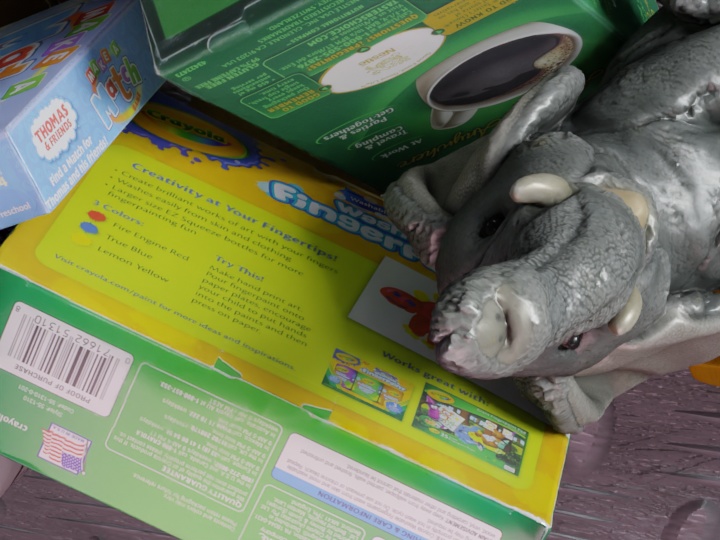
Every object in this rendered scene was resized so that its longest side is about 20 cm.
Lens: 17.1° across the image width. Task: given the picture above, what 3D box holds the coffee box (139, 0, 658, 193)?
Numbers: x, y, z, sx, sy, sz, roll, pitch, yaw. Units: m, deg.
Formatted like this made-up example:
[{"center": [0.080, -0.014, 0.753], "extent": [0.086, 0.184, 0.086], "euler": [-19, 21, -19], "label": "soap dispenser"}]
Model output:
[{"center": [0.023, -0.083, 0.835], "extent": [0.123, 0.044, 0.200], "euler": [-25, 158, 22], "label": "coffee box"}]

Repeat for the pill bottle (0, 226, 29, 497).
[{"center": [-0.163, 0.035, 0.909], "extent": [0.112, 0.112, 0.200], "euler": [5, -162, 15], "label": "pill bottle"}]

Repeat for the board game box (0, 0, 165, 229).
[{"center": [-0.168, -0.039, 0.862], "extent": [0.200, 0.151, 0.037], "euler": [-17, 111, 26], "label": "board game box"}]

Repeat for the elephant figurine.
[{"center": [0.074, -0.014, 0.781], "extent": [0.141, 0.200, 0.155], "euler": [41, 155, 37], "label": "elephant figurine"}]

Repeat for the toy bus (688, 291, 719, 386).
[{"center": [0.260, 0.054, 1.176], "extent": [0.200, 0.078, 0.065], "euler": [5, 161, 16], "label": "toy bus"}]

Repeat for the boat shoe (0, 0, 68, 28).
[{"center": [-0.130, -0.085, 0.975], "extent": [0.076, 0.074, 0.200], "euler": [6, 162, 13], "label": "boat shoe"}]

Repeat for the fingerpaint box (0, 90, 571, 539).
[{"center": [-0.027, 0.031, 0.848], "extent": [0.200, 0.167, 0.073], "euler": [25, 118, -2], "label": "fingerpaint box"}]

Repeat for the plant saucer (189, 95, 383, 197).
[{"center": [0.000, 0.000, 1.024], "extent": [0.200, 0.048, 0.200], "euler": [34, 175, -2], "label": "plant saucer"}]
